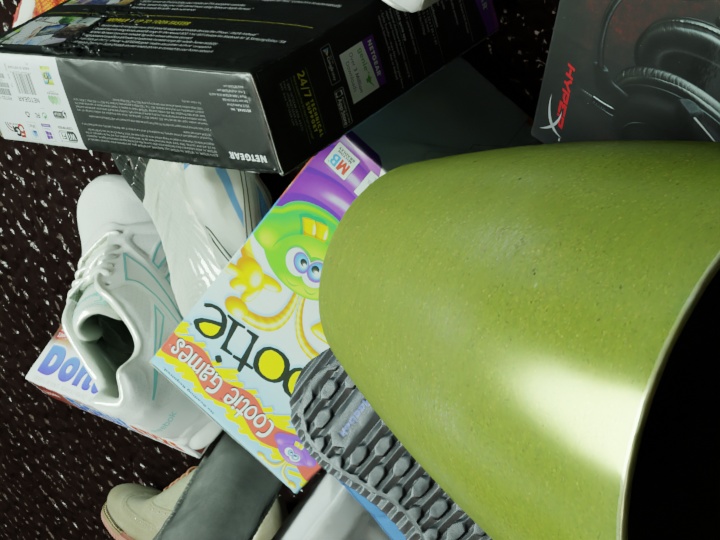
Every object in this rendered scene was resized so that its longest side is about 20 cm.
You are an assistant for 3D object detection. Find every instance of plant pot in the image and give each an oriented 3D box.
[{"bbox_3d":[0.083,0.028,0.633,0.200,0.187,0.187,22,136,45],"label":"plant pot"}]

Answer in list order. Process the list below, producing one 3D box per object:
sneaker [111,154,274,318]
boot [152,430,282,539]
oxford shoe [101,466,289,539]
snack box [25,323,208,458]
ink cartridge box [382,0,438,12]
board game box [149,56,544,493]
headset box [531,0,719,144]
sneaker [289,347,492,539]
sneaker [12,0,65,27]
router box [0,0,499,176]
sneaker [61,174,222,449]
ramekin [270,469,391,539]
[{"bbox_3d":[-0.089,-0.055,0.959,0.072,0.072,0.200,-1,114,36],"label":"sneaker"},{"bbox_3d":[-0.073,0.134,0.990,0.073,0.200,0.182,39,146,-1],"label":"boot"},{"bbox_3d":[-0.111,0.167,1.198,0.200,0.071,0.074,9,102,44],"label":"oxford shoe"},{"bbox_3d":[-0.142,0.064,1.096,0.024,0.072,0.200,42,162,-34],"label":"snack box"},{"bbox_3d":[0.013,-0.227,0.676,0.146,0.084,0.200,37,140,18],"label":"ink cartridge box"},{"bbox_3d":[0.000,0.000,0.837,0.103,0.105,0.200,41,132,0],"label":"board game box"},{"bbox_3d":[0.175,-0.075,0.646,0.200,0.077,0.149,35,141,24],"label":"headset box"},{"bbox_3d":[0.051,0.110,0.727,0.066,0.078,0.200,-47,61,12],"label":"sneaker"},{"bbox_3d":[-0.153,-0.154,0.958,0.077,0.073,0.200,29,148,4],"label":"sneaker"},{"bbox_3d":[-0.060,-0.105,0.786,0.200,0.149,0.051,11,127,43],"label":"router box"},{"bbox_3d":[-0.137,0.012,1.009,0.070,0.080,0.200,-46,48,25],"label":"sneaker"},{"bbox_3d":[-0.003,0.177,0.970,0.094,0.202,0.202,37,144,-1],"label":"ramekin"}]
